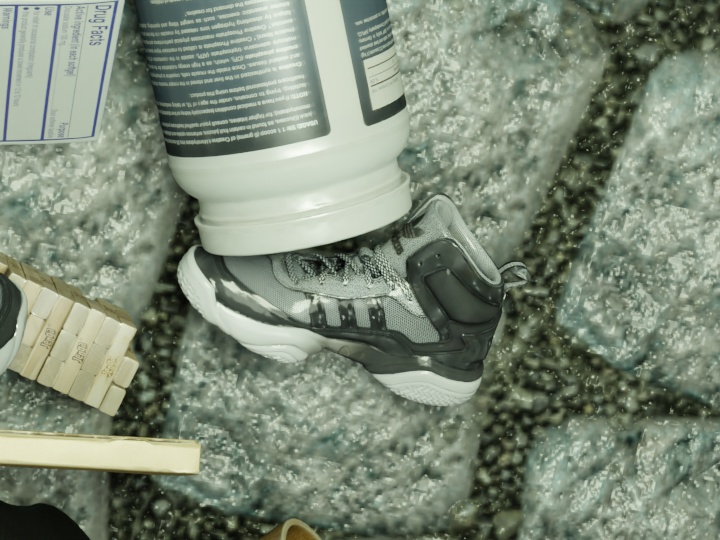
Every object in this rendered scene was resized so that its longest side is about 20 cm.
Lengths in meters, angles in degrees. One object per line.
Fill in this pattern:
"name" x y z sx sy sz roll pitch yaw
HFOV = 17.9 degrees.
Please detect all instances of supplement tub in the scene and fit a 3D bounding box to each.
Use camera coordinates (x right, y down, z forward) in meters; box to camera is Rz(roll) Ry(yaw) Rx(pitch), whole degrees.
"supplement tub" -0.049 -0.121 1.280 0.140 0.140 0.201 -13 102 -9

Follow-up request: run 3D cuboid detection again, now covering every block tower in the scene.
"block tower" -0.223 0.015 1.313 0.199 0.058 0.054 26 94 -17

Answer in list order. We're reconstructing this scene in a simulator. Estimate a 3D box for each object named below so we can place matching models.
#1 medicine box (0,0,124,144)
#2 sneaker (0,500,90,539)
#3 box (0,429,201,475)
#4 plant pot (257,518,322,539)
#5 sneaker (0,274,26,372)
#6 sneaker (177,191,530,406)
"medicine box" -0.230 -0.146 1.205 0.199 0.182 0.103 -3 70 -12
"sneaker" -0.230 0.176 1.281 0.108 0.201 0.067 -46 67 4
"box" -0.199 0.099 1.278 0.199 0.163 0.021 4 84 -13
"plant pot" -0.085 0.274 1.338 0.200 0.186 0.187 -28 105 8
"sneaker" -0.240 0.010 1.178 0.075 0.200 0.114 25 119 26
"sneaker" 0.000 0.000 1.331 0.199 0.076 0.114 20 119 -20
